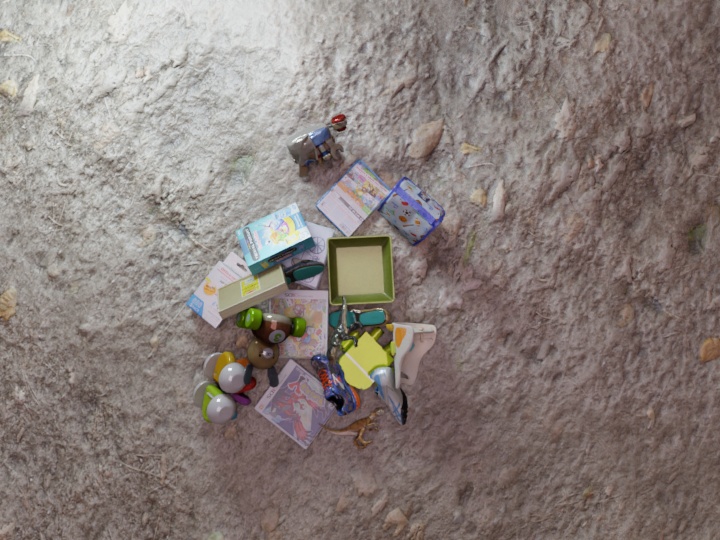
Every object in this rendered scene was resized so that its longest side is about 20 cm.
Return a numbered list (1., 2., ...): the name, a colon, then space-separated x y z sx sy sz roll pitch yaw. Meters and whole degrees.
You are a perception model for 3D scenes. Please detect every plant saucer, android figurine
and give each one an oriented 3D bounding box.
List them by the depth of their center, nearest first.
1. android figurine: 0.015 0.269 1.656 0.182 0.041 0.200 43 85 -1
2. plant saucer: 0.000 0.000 1.666 0.196 0.048 0.204 -3 87 -3

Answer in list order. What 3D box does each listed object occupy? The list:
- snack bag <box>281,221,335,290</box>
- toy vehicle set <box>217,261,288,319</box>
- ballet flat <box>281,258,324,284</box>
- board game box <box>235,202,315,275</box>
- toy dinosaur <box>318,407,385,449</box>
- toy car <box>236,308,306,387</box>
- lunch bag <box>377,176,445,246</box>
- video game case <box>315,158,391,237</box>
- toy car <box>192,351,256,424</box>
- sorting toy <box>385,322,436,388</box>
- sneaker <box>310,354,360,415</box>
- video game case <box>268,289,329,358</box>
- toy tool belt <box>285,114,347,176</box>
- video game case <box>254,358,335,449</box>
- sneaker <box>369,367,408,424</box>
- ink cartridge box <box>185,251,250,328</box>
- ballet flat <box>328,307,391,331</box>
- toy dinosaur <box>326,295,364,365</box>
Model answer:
1. snack bag: -0.194 -0.060 1.671 0.197 0.021 0.192 17 85 0
2. toy vehicle set: -0.301 0.052 1.537 0.197 0.125 0.027 -24 123 -2
3. ballet flat: -0.205 0.001 1.626 0.197 0.074 0.075 -21 88 -7
4. board game box: -0.247 -0.093 1.600 0.197 0.047 0.152 -26 52 -4
5. toy dinosaur: -0.014 0.474 1.645 0.197 0.061 0.107 -20 64 -10
6. toy car: -0.261 0.218 1.533 0.162 0.157 0.204 14 80 -29
7. lunch bag: 0.150 -0.175 1.609 0.170 0.200 0.124 41 85 0
8. video game case: -0.020 -0.220 1.692 0.143 0.018 0.200 44 86 0
9. toy car: -0.375 0.340 1.585 0.149 0.174 0.203 24 84 -38
10. sorting toy: 0.135 0.246 1.606 0.105 0.199 0.184 4 87 27
11. sneaker: -0.079 0.332 1.604 0.201 0.078 0.075 52 130 3
12. video game case: -0.184 0.159 1.649 0.178 0.023 0.204 1 87 3
13. toy tool belt: -0.115 -0.370 1.658 0.197 0.125 0.124 -25 120 -1
14. video game case: -0.185 0.395 1.646 0.199 0.023 0.183 37 86 -1
15. sneaker: 0.088 0.369 1.631 0.071 0.072 0.202 -13 113 26
16. ink cartridge box: -0.401 0.054 1.627 0.115 0.068 0.201 37 85 -1
17. ballet flat: -0.001 0.147 1.646 0.197 0.063 0.070 -3 85 24
18. toy dinosaur: -0.041 0.176 1.590 0.087 0.047 0.203 10 76 18
